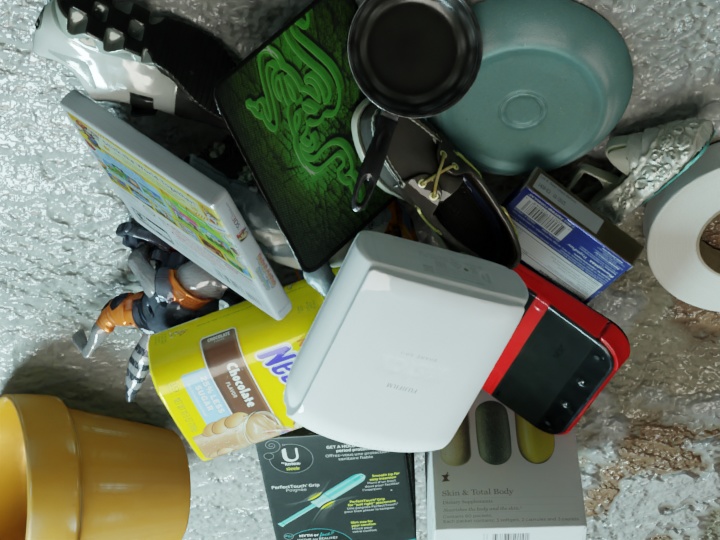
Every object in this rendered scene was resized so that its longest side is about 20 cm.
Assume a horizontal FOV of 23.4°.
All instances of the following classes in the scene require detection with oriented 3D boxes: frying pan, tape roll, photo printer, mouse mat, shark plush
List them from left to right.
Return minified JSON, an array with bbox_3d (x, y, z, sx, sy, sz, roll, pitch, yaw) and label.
[{"bbox_3d":[-0.070,-0.059,1.505,0.199,0.091,0.084,29,107,-21],"label":"shark plush"},{"bbox_3d":[-0.030,-0.117,1.460,0.007,0.161,0.201,17,143,49],"label":"mouse mat"},{"bbox_3d":[0.033,0.072,1.510,0.165,0.070,0.201,14,123,-22],"label":"photo printer"},{"bbox_3d":[0.045,-0.147,1.444,0.114,0.031,0.192,-2,96,-7],"label":"frying pan"},{"bbox_3d":[0.365,-0.041,1.621,0.200,0.037,0.204,0,135,0],"label":"tape roll"}]

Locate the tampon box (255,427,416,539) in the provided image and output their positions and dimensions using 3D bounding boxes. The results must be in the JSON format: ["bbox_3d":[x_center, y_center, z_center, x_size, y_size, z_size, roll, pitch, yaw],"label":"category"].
[{"bbox_3d":[-0.022,0.183,1.779,0.148,0.127,0.201,-5,135,3],"label":"tampon box"}]

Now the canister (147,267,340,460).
[{"bbox_3d":[-0.080,0.087,1.605,0.198,0.087,0.149,-20,133,7],"label":"canister"}]

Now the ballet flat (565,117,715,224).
[{"bbox_3d":[0.230,-0.080,1.560,0.071,0.072,0.200,25,132,-24],"label":"ballet flat"}]

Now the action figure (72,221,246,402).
[{"bbox_3d":[-0.163,0.046,1.659,0.198,0.105,0.194,21,141,-18],"label":"action figure"}]

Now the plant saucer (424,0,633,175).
[{"bbox_3d":[0.140,-0.149,1.509,0.198,0.036,0.201,0,136,0],"label":"plant saucer"}]

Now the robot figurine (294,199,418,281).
[{"bbox_3d":[0.000,0.000,1.641,0.143,0.059,0.201,-9,134,9],"label":"robot figurine"}]

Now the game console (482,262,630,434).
[{"bbox_3d":[0.156,0.068,1.658,0.176,0.031,0.200,36,148,7],"label":"game console"}]

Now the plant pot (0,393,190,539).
[{"bbox_3d":[-0.280,0.228,1.793,0.181,0.201,0.201,1,138,-26],"label":"plant pot"}]

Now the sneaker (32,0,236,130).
[{"bbox_3d":[-0.184,-0.169,1.467,0.199,0.075,0.088,30,139,-20],"label":"sneaker"}]

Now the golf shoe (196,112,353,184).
[{"bbox_3d":[-0.071,-0.084,1.546,0.198,0.078,0.088,-21,137,20],"label":"golf shoe"}]

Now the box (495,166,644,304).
[{"bbox_3d":[0.162,-0.008,1.599,0.121,0.033,0.200,36,147,-3],"label":"box"}]

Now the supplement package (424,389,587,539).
[{"bbox_3d":[0.143,0.225,1.770,0.150,0.201,0.152,-1,136,0],"label":"supplement package"}]

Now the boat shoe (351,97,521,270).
[{"bbox_3d":[0.070,-0.074,1.500,0.201,0.072,0.060,47,164,-29],"label":"boat shoe"}]

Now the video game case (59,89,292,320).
[{"bbox_3d":[-0.157,-0.055,1.490,0.023,0.199,0.182,-47,147,-14],"label":"video game case"}]
